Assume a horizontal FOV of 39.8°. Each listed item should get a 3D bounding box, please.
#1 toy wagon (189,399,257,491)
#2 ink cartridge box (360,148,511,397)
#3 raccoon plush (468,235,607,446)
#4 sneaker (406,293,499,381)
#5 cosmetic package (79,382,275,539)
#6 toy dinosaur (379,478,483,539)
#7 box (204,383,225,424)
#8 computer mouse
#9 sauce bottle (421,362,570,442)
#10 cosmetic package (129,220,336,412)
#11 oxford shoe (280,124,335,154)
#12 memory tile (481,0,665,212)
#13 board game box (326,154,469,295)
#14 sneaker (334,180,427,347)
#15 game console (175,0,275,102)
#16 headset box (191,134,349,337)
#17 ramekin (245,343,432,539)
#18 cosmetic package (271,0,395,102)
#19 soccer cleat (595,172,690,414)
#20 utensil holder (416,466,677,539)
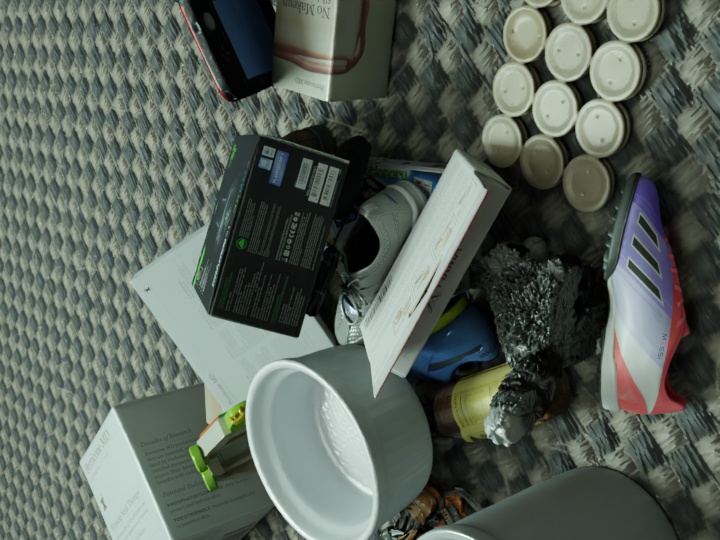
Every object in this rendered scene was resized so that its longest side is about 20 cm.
[{"bbox_3d":[-0.123,0.187,1.155,0.040,0.154,0.200,59,168,27],"label":"toy wagon"},{"bbox_3d":[0.067,0.004,0.886,0.201,0.044,0.176,-62,12,14],"label":"ink cartridge box"},{"bbox_3d":[0.121,0.046,0.871,0.133,0.200,0.097,9,134,46],"label":"raccoon plush"},{"bbox_3d":[0.068,0.092,1.022,0.079,0.066,0.200,49,145,-4],"label":"sneaker"},{"bbox_3d":[-0.253,0.290,1.361,0.201,0.165,0.168,59,136,21],"label":"cosmetic package"},{"bbox_3d":[0.071,0.273,1.067,0.136,0.102,0.200,-61,36,20],"label":"toy dinosaur"},{"bbox_3d":[-0.140,0.095,1.238,0.077,0.094,0.202,14,108,47],"label":"box"},{"bbox_3d":[-0.029,-0.049,0.984,0.059,0.034,0.201,127,161,-62],"label":"computer mouse"},{"bbox_3d":[0.116,0.133,0.979,0.200,0.066,0.067,-28,79,51],"label":"sauce bottle"},{"bbox_3d":[-0.143,0.047,1.142,0.201,0.150,0.052,56,-177,-12],"label":"cosmetic package"},{"bbox_3d":[-0.106,-0.086,1.160,0.073,0.084,0.201,49,134,26],"label":"oxford shoe"},{"bbox_3d":[0.178,-0.166,0.865,0.153,0.017,0.201,33,124,39],"label":"memory tile"},{"bbox_3d":[0.030,-0.052,1.048,0.199,0.034,0.127,13,110,46],"label":"board game box"},{"bbox_3d":[0.000,0.000,1.008,0.075,0.082,0.201,39,129,34],"label":"sneaker"},{"bbox_3d":[-0.093,-0.286,1.026,0.118,0.200,0.173,-20,102,23],"label":"game console"},{"bbox_3d":[-0.097,-0.043,1.001,0.200,0.092,0.176,-149,75,-74],"label":"headset box"},{"bbox_3d":[-0.020,0.173,1.015,0.200,0.097,0.202,20,119,42],"label":"ramekin"},{"bbox_3d":[-0.025,-0.282,1.012,0.103,0.087,0.202,23,117,42],"label":"cosmetic package"},{"bbox_3d":[0.238,0.021,0.820,0.073,0.068,0.202,6,102,23],"label":"soccer cleat"},{"bbox_3d":[0.158,0.274,0.862,0.169,0.199,0.172,15,111,45],"label":"utensil holder"}]
